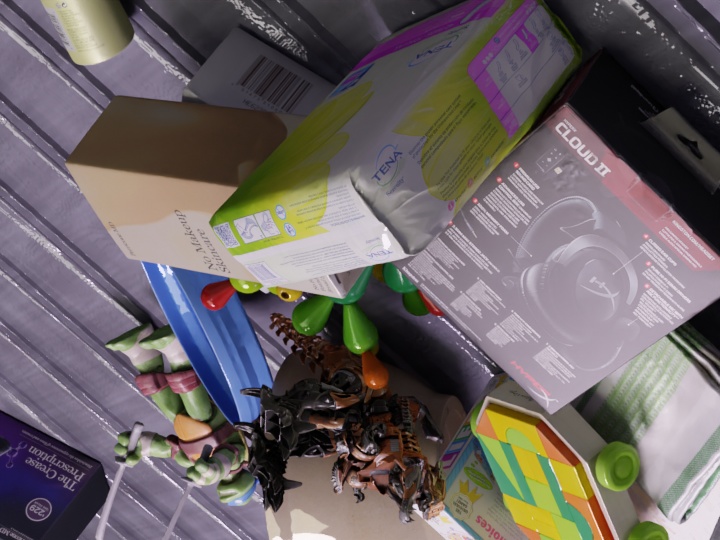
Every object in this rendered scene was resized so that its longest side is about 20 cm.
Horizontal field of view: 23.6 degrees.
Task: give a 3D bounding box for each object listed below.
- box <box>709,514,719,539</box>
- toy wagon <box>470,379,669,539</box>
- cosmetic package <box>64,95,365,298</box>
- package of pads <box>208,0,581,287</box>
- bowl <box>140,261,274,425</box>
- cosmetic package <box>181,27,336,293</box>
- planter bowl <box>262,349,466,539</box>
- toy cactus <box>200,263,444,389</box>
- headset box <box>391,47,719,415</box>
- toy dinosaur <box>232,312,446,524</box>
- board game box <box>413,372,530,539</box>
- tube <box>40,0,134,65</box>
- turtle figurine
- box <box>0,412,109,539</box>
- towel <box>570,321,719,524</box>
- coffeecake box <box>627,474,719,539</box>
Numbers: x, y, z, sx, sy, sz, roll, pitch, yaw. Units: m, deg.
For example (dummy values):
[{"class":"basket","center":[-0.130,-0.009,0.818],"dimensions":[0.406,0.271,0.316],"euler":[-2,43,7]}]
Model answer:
[{"class":"box","center":[0.287,0.102,1.037],"dimensions":[0.086,0.164,0.200],"euler":[26,150,15]},{"class":"toy wagon","center":[0.154,0.171,1.239],"dimensions":[0.155,0.040,0.200],"euler":[15,134,57]},{"class":"cosmetic package","center":[-0.090,-0.052,1.156],"dimensions":[0.200,0.071,0.105],"euler":[8,142,38]},{"class":"package of pads","center":[0.024,-0.078,1.011],"dimensions":[0.154,0.200,0.068],"euler":[-13,121,53]},{"class":"bowl","center":[-0.129,0.033,1.415],"dimensions":[0.201,0.039,0.201],"euler":[57,166,23]},{"class":"cosmetic package","center":[-0.079,-0.076,1.256],"dimensions":[0.102,0.074,0.200],"euler":[31,149,9]},{"class":"planter bowl","center":[0.016,0.162,1.406],"dimensions":[0.134,0.201,0.200],"euler":[-4,137,17]},{"class":"toy cactus","center":[0.000,0.000,1.232],"dimensions":[0.200,0.102,0.165],"euler":[17,131,-35]},{"class":"headset box","center":[0.137,-0.025,1.048],"dimensions":[0.149,0.077,0.200],"euler":[43,131,-5]},{"class":"toy dinosaur","center":[-0.017,0.115,1.298],"dimensions":[0.200,0.135,0.102],"euler":[38,139,49]},{"class":"board game box","center":[0.148,0.193,1.345],"dimensions":[0.200,0.135,0.034],"euler":[44,150,-13]},{"class":"tube","center":[-0.219,-0.237,1.200],"dimensions":[0.058,0.052,0.200],"euler":[-21,126,7]},{"class":"turtle figurine","center":[-0.185,0.156,1.604],"dimensions":[0.144,0.199,0.194],"euler":[-134,23,-78]},{"class":"box","center":[-0.417,0.256,2.022],"dimensions":[0.200,0.141,0.079],"euler":[23,149,20]},{"class":"towel","center":[0.171,0.067,1.168],"dimensions":[0.200,0.031,0.149],"euler":[44,142,19]},{"class":"coffeecake box","center":[0.262,0.179,1.266],"dimensions":[0.154,0.073,0.200],"euler":[49,148,-20]}]
